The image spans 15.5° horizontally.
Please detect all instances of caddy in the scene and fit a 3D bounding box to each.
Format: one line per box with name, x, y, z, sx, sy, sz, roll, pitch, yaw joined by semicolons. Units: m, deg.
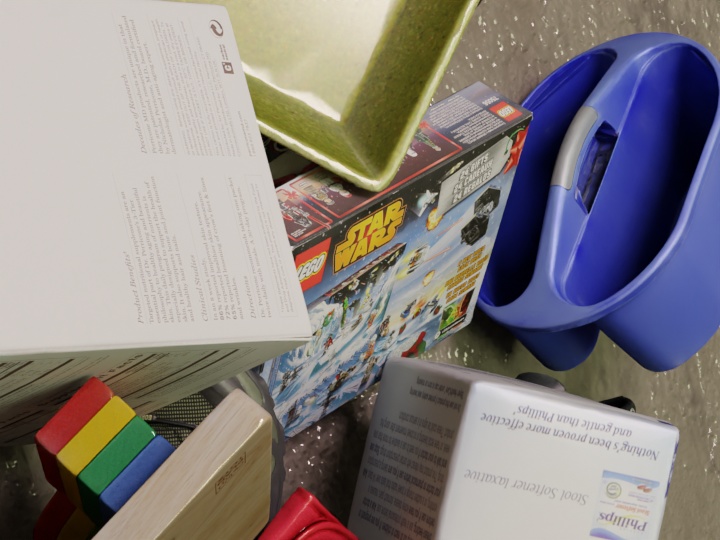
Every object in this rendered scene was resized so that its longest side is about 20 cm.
caddy;0.136;-0.039;1.438;0.105;0.141;0.200;50;51;-40

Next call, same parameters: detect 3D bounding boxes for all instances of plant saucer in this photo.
plant saucer;-0.038;-0.166;1.246;0.200;0.048;0.200;28;81;-11

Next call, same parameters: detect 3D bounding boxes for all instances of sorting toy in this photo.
sorting toy;-0.129;0.133;1.084;0.070;0.199;0.200;40;75;10

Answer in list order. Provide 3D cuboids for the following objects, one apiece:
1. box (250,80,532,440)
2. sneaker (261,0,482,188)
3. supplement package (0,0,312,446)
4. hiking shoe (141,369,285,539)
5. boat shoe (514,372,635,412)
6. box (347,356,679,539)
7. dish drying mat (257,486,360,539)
box;0.000;0.000;1.301;0.200;0.040;0.137;-30;145;-46
sneaker;-0.016;-0.098;1.328;0.075;0.081;0.200;39;56;-3
supplement package;-0.154;-0.017;1.072;0.200;0.151;0.152;-1;72;-49
hiking shoe;-0.083;0.115;1.220;0.101;0.076;0.200;-36;114;-48
boat shoe;0.099;0.089;1.434;0.199;0.074;0.066;7;79;-49
box;0.058;0.152;1.253;0.105;0.184;0.200;13;89;-11
dish drying mat;-0.068;0.195;1.205;0.200;0.018;0.077;-53;144;-9
